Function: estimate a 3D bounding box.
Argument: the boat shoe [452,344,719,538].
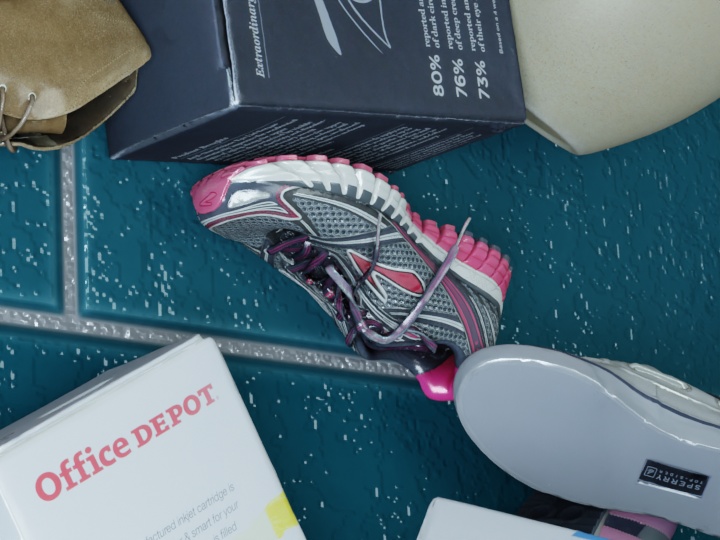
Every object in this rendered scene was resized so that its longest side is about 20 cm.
[{"bbox_3d":[0.139,0.079,1.343,0.199,0.071,0.070,18,24,-11],"label":"boat shoe"}]

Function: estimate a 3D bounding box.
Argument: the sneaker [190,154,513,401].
[{"bbox_3d":[0.000,0.000,1.296,0.199,0.080,0.075,26,64,-35],"label":"sneaker"}]

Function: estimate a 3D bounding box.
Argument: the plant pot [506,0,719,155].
[{"bbox_3d":[0.119,-0.143,1.396,0.200,0.200,0.135,37,91,-29],"label":"plant pot"}]

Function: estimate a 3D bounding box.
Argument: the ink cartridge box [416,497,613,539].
[{"bbox_3d":[0.088,0.228,1.201,0.200,0.146,0.145,78,28,-55],"label":"ink cartridge box"}]

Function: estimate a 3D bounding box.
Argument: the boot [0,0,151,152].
[{"bbox_3d":[-0.170,-0.081,1.159,0.075,0.074,0.200,46,46,9],"label":"boot"}]

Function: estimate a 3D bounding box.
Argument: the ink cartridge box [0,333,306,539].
[{"bbox_3d":[-0.095,0.150,1.161,0.145,0.083,0.201,-29,98,-44],"label":"ink cartridge box"}]

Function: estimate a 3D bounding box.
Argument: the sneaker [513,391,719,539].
[{"bbox_3d":[0.138,0.140,1.400,0.200,0.070,0.082,-39,122,-40],"label":"sneaker"}]

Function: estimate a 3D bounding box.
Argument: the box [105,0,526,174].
[{"bbox_3d":[-0.028,-0.133,1.293,0.199,0.104,0.149,2,76,-41],"label":"box"}]
